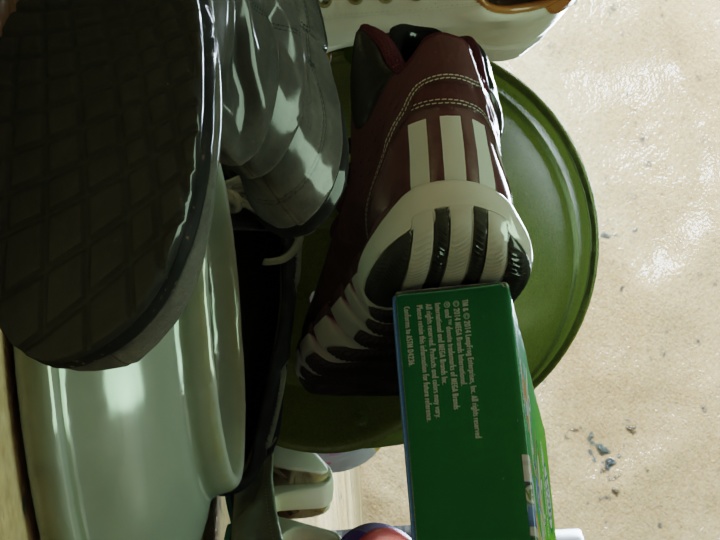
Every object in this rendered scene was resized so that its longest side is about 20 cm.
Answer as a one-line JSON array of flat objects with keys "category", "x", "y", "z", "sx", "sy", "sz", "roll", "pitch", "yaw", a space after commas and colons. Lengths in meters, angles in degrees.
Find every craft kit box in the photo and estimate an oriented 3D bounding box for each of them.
[{"category": "craft kit box", "x": 0.050, "y": 0.129, "z": 0.734, "sx": 0.198, "sy": 0.048, "sz": 0.202, "roll": 73, "pitch": 12, "yaw": -71}]

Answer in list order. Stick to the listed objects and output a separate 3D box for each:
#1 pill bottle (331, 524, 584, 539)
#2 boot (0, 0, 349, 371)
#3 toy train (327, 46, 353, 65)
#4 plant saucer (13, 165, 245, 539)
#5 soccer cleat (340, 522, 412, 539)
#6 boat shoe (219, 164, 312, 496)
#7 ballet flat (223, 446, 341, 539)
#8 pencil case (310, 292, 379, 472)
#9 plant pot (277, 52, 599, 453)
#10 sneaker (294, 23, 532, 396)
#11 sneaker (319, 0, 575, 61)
[{"category": "pill bottle", "x": 0.043, "y": 0.216, "z": 1.295, "sx": 0.113, "sy": 0.198, "sz": 0.114, "roll": -4, "pitch": 90, "yaw": -88}, {"category": "boot", "x": -0.041, "y": -0.042, "z": 0.561, "sx": 0.132, "sy": 0.069, "sz": 0.201, "roll": 47, "pitch": 34, "yaw": -50}, {"category": "toy train", "x": -0.033, "y": -0.094, "z": 0.877, "sx": 0.201, "sy": 0.115, "sz": 0.085, "roll": -92, "pitch": 177, "yaw": -52}, {"category": "plant saucer", "x": -0.065, "y": 0.016, "z": 0.641, "sx": 0.200, "sy": 0.050, "sz": 0.202, "roll": -4, "pitch": 90, "yaw": -89}, {"category": "soccer cleat", "x": 0.011, "y": 0.185, "z": 0.945, "sx": 0.076, "sy": 0.067, "sz": 0.201, "roll": 27, "pitch": -31, "yaw": 43}, {"category": "boat shoe", "x": -0.055, "y": -0.017, "z": 0.766, "sx": 0.062, "sy": 0.074, "sz": 0.202, "roll": -134, "pitch": -133, "yaw": -75}, {"category": "ballet flat", "x": -0.040, "y": 0.122, "z": 0.998, "sx": 0.201, "sy": 0.063, "sz": 0.068, "roll": -93, "pitch": 177, "yaw": -49}, {"category": "pencil case", "x": -0.025, "y": 0.054, "z": 1.225, "sx": 0.200, "sy": 0.090, "sz": 0.084, "roll": 84, "pitch": 2, "yaw": -67}, {"category": "plant pot", "x": 0.000, "y": 0.000, "z": 0.944, "sx": 0.193, "sy": 0.199, "sz": 0.202, "roll": -36, "pitch": 123, "yaw": -75}, {"category": "sneaker", "x": 0.020, "y": -0.026, "z": 0.767, "sx": 0.200, "sy": 0.075, "sz": 0.117, "roll": 123, "pitch": -34, "yaw": -68}, {"category": "sneaker", "x": 0.004, "y": -0.126, "z": 0.813, "sx": 0.085, "sy": 0.199, "sz": 0.073, "roll": -33, "pitch": -115, "yaw": 58}]
